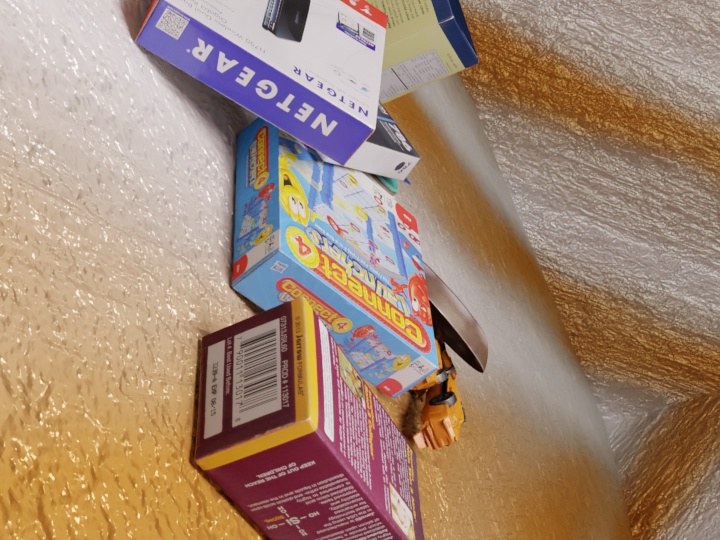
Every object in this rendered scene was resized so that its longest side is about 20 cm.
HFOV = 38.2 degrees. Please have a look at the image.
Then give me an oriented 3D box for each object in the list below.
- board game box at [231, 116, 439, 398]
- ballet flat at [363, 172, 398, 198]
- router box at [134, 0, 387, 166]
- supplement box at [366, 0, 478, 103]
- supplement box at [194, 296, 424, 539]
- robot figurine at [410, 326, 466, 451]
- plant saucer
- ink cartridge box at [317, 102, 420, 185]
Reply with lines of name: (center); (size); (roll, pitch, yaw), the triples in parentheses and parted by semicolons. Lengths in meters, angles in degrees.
board game box: (-0.022, -0.019, 0.919); (0.199, 0.056, 0.197); (37, 31, -34)
ballet flat: (-0.039, -0.142, 1.086); (0.200, 0.069, 0.070); (50, 21, -25)
router box: (-0.073, -0.205, 0.878); (0.199, 0.049, 0.181); (29, 40, -21)
supplement box: (0.016, -0.331, 1.303); (0.134, 0.198, 0.202); (34, 38, -66)
supplement box: (-0.030, 0.132, 0.736); (0.111, 0.085, 0.201); (-95, 159, -47)
robot figurine: (0.075, 0.121, 1.178); (0.200, 0.058, 0.146); (-68, 137, -79)
plant saucer: (0.087, 0.037, 1.231); (0.200, 0.032, 0.200); (48, -4, 4)
ink cartridge box: (-0.003, -0.140, 1.003); (0.100, 0.039, 0.200); (55, 19, 16)
